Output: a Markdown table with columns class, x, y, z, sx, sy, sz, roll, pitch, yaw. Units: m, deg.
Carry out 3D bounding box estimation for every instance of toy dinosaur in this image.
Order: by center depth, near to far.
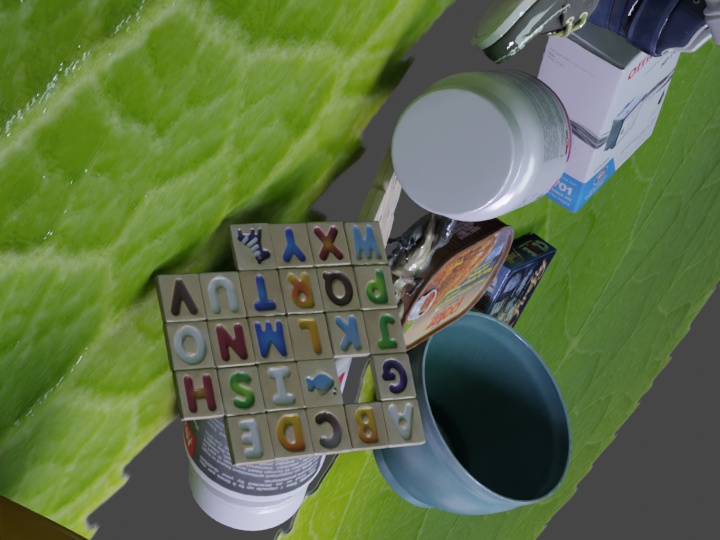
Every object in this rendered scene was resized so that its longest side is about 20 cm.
| class | x | y | z | sx | sy | sz | roll | pitch | yaw |
| --- | --- | --- | --- | --- | --- | --- | --- | --- | --- |
| toy dinosaur | 0.061 | -0.035 | 1.662 | 0.201 | 0.047 | 0.088 | -57 | 172 | 1 |

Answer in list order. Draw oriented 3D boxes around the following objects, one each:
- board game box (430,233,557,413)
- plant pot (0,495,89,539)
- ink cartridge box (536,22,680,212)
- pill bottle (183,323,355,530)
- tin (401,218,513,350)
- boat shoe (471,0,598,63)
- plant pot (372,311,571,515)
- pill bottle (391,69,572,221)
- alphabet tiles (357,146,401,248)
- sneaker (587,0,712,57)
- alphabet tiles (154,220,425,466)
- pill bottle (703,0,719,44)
| class | x | y | z | sx | sy | sz | roll | pitch | yaw |
| --- | --- | --- | --- | --- | --- | --- | --- | --- | --- |
| board game box | 0.127 | 0.062 | 2.020 | 0.135 | 0.034 | 0.201 | -21 | 142 | -61 |
| plant pot | -0.215 | 0.236 | 1.187 | 0.200 | 0.183 | 0.201 | -48 | 162 | -21 |
| ink cartridge box | 0.227 | -0.176 | 1.772 | 0.146 | 0.086 | 0.201 | -44 | 161 | -33 |
| pill bottle | -0.074 | 0.101 | 1.432 | 0.114 | 0.114 | 0.201 | -41 | 158 | -38 |
| tin | 0.080 | 0.008 | 1.796 | 0.200 | 0.042 | 0.113 | -27 | 143 | -56 |
| boat shoe | 0.164 | -0.224 | 1.505 | 0.202 | 0.060 | 0.072 | -47 | -161 | -30 |
| plant pot | 0.094 | 0.160 | 1.902 | 0.134 | 0.201 | 0.200 | -34 | 180 | 40 |
| pill bottle | 0.094 | -0.098 | 1.478 | 0.114 | 0.113 | 0.200 | -59 | 170 | 14 |
| alphabet tiles | 0.000 | 0.000 | 1.513 | 0.201 | 0.014 | 0.196 | 102 | 7 | -47 |
| sneaker | 0.274 | -0.280 | 1.611 | 0.203 | 0.146 | 0.077 | -61 | 160 | 14 |
| alphabet tiles | -0.049 | 0.047 | 1.321 | 0.199 | 0.169 | 0.008 | -2 | 165 | -38 |
| pill bottle | 0.287 | -0.288 | 1.511 | 0.110 | 0.202 | 0.111 | -21 | -169 | 4 |
